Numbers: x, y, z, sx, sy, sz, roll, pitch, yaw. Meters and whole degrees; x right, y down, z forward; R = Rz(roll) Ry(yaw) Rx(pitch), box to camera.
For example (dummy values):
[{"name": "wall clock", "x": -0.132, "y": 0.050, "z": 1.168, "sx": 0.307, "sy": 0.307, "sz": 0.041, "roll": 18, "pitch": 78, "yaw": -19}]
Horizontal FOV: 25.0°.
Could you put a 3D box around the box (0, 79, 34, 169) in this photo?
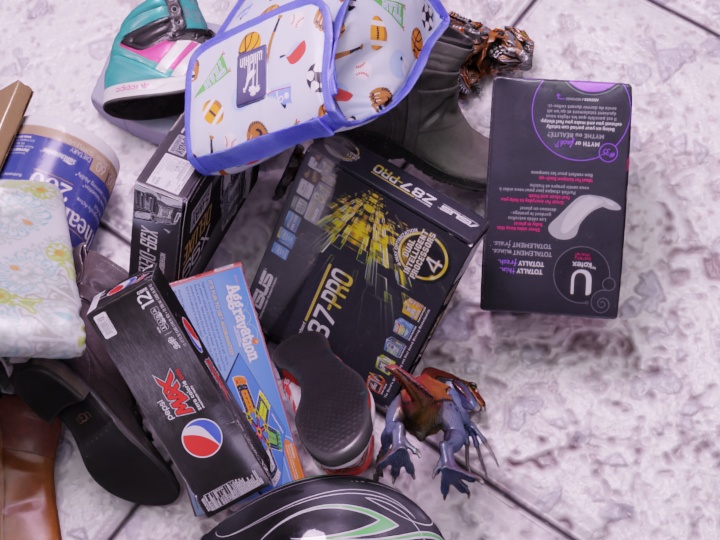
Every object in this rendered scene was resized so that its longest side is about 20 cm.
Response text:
[{"name": "box", "x": -0.378, "y": -0.069, "z": 1.505, "sx": 0.021, "sy": 0.163, "sz": 0.201, "roll": 30, "pitch": 64, "yaw": -28}]

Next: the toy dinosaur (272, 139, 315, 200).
[{"name": "toy dinosaur", "x": 0.016, "y": -0.058, "z": 1.481, "sx": 0.181, "sy": 0.105, "sz": 0.201, "roll": 23, "pitch": 56, "yaw": -5}]

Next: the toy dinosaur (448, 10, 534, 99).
[{"name": "toy dinosaur", "x": 0.064, "y": -0.202, "z": 1.559, "sx": 0.199, "sy": 0.102, "sz": 0.136, "roll": -10, "pitch": 38, "yaw": 15}]

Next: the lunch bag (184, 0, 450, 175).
[{"name": "lunch bag", "x": -0.045, "y": -0.169, "z": 1.334, "sx": 0.169, "sy": 0.124, "sz": 0.201, "roll": -15, "pitch": 36, "yaw": 39}]

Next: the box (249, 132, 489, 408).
[{"name": "box", "x": 0.000, "y": 0.000, "z": 1.389, "sx": 0.161, "sy": 0.201, "sz": 0.049, "roll": 33, "pitch": 38, "yaw": 9}]

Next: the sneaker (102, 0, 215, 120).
[{"name": "sneaker", "x": -0.147, "y": -0.214, "z": 1.544, "sx": 0.199, "sy": 0.084, "sz": 0.122, "roll": -5, "pitch": 74, "yaw": 5}]

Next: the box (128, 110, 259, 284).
[{"name": "box", "x": -0.141, "y": -0.078, "z": 1.437, "sx": 0.050, "sy": 0.158, "sz": 0.200, "roll": 20, "pitch": 48, "yaw": 7}]

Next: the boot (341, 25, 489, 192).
[{"name": "boot", "x": 0.078, "y": -0.153, "z": 1.471, "sx": 0.199, "sy": 0.131, "sz": 0.068, "roll": 15, "pitch": 27, "yaw": -13}]

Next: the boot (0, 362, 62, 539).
[{"name": "boot", "x": -0.351, "y": 0.189, "z": 1.430, "sx": 0.187, "sy": 0.069, "sz": 0.201, "roll": -3, "pitch": 72, "yaw": -3}]

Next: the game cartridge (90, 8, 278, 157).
[{"name": "game cartridge", "x": -0.155, "y": -0.178, "z": 1.588, "sx": 0.199, "sy": 0.041, "sz": 0.134, "roll": 15, "pitch": 63, "yaw": 12}]

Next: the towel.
[{"name": "towel", "x": -0.321, "y": -0.004, "z": 1.342, "sx": 0.170, "sy": 0.048, "sz": 0.201, "roll": -1, "pitch": 42, "yaw": -17}]

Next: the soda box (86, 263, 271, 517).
[{"name": "soda box", "x": -0.148, "y": 0.099, "z": 1.345, "sx": 0.063, "sy": 0.071, "sz": 0.201, "roll": -28, "pitch": 102, "yaw": 2}]

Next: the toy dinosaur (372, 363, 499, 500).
[{"name": "toy dinosaur", "x": 0.069, "y": 0.112, "z": 1.345, "sx": 0.104, "sy": 0.201, "sz": 0.182, "roll": 7, "pitch": 35, "yaw": 2}]

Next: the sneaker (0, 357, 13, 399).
[{"name": "sneaker", "x": -0.322, "y": 0.086, "z": 1.326, "sx": 0.074, "sy": 0.200, "sz": 0.089, "roll": 44, "pitch": 77, "yaw": -16}]

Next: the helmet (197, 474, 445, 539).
[{"name": "helmet", "x": -0.021, "y": 0.254, "z": 1.291, "sx": 0.190, "sy": 0.200, "sz": 0.201, "roll": -18, "pitch": 63, "yaw": 15}]

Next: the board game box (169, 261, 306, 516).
[{"name": "board game box", "x": -0.122, "y": 0.102, "z": 1.395, "sx": 0.102, "sy": 0.019, "sz": 0.201, "roll": -16, "pitch": 101, "yaw": -1}]

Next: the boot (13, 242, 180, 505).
[{"name": "boot", "x": -0.205, "y": 0.088, "z": 1.431, "sx": 0.069, "sy": 0.200, "sz": 0.174, "roll": -25, "pitch": 26, "yaw": 32}]

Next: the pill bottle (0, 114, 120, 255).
[{"name": "pill bottle", "x": -0.303, "y": -0.032, "z": 1.489, "sx": 0.110, "sy": 0.111, "sz": 0.201, "roll": 13, "pitch": 66, "yaw": 11}]

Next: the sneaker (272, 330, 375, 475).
[{"name": "sneaker", "x": -0.014, "y": 0.135, "z": 1.344, "sx": 0.067, "sy": 0.108, "sz": 0.201, "roll": -26, "pitch": 26, "yaw": -4}]

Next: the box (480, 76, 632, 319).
[{"name": "box", "x": 0.171, "y": -0.065, "z": 1.418, "sx": 0.121, "sy": 0.106, "sz": 0.201, "roll": 4, "pitch": 95, "yaw": 8}]
